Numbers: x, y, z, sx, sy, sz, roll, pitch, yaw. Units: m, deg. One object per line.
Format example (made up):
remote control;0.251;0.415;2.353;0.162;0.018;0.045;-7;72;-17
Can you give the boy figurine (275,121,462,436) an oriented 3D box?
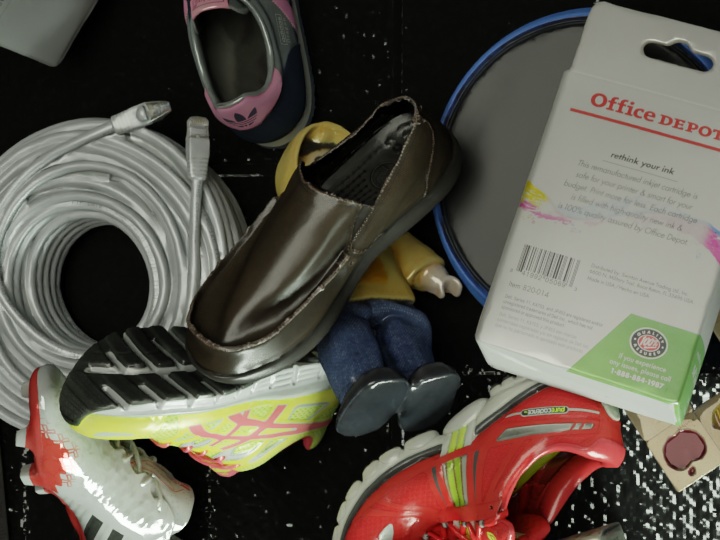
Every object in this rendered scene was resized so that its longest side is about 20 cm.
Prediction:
boy figurine;0.000;0.000;1.132;0.065;0.123;0.201;117;145;-47

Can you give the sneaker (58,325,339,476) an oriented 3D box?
sneaker;-0.085;0.084;1.119;0.078;0.199;0.091;40;124;43

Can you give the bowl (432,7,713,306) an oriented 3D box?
bowl;0.134;-0.054;1.125;0.199;0.039;0.203;-1;88;17

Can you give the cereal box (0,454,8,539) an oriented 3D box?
cereal box;-0.295;0.193;1.248;0.142;0.039;0.202;-6;87;17

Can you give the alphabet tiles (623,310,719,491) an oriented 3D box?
alphabet tiles;0.213;-0.002;1.076;0.199;0.008;0.168;-35;79;12

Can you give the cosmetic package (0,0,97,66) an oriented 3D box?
cosmetic package;-0.247;-0.250;1.151;0.164;0.200;0.166;38;100;26

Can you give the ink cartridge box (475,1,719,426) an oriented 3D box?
ink cartridge box;0.149;-0.032;1.045;0.116;0.067;0.202;17;79;16

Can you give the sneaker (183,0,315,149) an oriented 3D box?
sneaker;-0.079;-0.176;1.171;0.070;0.082;0.202;-21;79;17

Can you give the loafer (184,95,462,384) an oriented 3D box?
loafer;-0.028;-0.026;1.065;0.073;0.072;0.200;32;72;32

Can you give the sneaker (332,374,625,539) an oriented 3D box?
sneaker;0.064;0.130;1.092;0.200;0.077;0.085;-40;46;21

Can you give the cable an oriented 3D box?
cable;-0.163;0.006;1.199;0.198;0.069;0.202;-9;87;17

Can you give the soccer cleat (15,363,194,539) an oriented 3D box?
soccer cleat;-0.145;0.127;1.146;0.084;0.201;0.069;-9;41;6

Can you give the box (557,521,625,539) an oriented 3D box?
box;0.065;0.220;1.116;0.198;0.078;0.096;-18;84;16
